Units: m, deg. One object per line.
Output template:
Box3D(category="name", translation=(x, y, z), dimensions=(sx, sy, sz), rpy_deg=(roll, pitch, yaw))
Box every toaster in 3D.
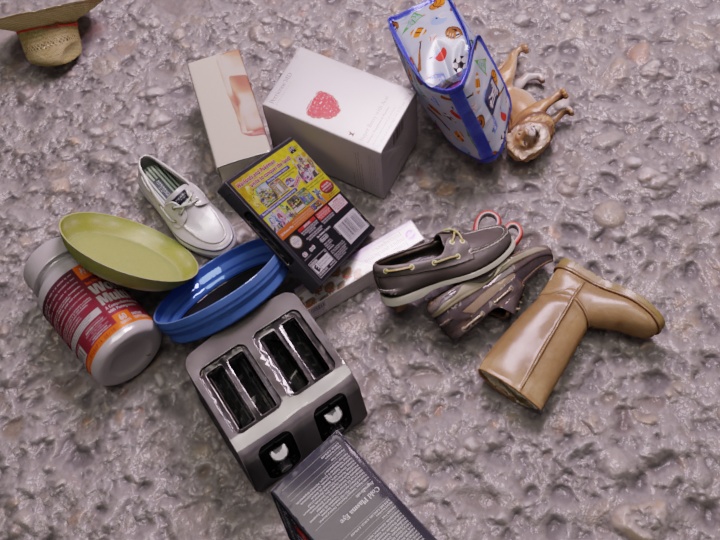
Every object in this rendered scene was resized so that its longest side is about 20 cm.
Box3D(category="toaster", translation=(-0.111, 0.146, 1.223), dimensions=(0.179, 0.119, 0.201), rpy_deg=(-31, 64, -13))

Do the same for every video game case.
Box3D(category="video game case", translation=(-0.081, -0.081, 1.293), dimensions=(0.181, 0.025, 0.200), rpy_deg=(47, 33, -3))

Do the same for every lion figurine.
Box3D(category="lion figurine", translation=(0.242, -0.253, 1.445), dimensions=(0.121, 0.073, 0.201), rpy_deg=(-32, 50, 2))

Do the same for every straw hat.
Box3D(category="straw hat", translation=(-0.502, -0.374, 1.538), dimensions=(0.197, 0.201, 0.087), rpy_deg=(-14, 103, -4))

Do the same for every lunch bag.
Box3D(category="lunch bag", translation=(0.138, -0.272, 1.368), dimensions=(0.122, 0.170, 0.202), rpy_deg=(-27, 49, 11))

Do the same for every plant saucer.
Box3D(category="plant saucer", translation=(-0.321, -0.022, 1.310), dimensions=(0.198, 0.199, 0.031), rpy_deg=(30, 107, 17))

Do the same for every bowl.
Box3D(category="bowl", translation=(-0.182, 0.026, 1.269), dimensions=(0.198, 0.040, 0.201), rpy_deg=(-27, 20, 10))

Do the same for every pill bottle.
Box3D(category="pill bottle", translation=(-0.368, 0.051, 1.295), dimensions=(0.109, 0.110, 0.200), rpy_deg=(-39, 67, -16))

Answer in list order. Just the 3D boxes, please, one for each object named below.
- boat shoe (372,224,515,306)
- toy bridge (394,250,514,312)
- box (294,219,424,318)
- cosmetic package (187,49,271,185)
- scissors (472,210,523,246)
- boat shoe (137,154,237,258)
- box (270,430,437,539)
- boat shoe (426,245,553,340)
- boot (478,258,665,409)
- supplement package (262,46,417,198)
Box3D(category="boat shoe", translation=(0.112, -0.019, 1.270), dimensions=(0.198, 0.061, 0.072), rpy_deg=(-24, 27, -5))
Box3D(category="toy bridge", translation=(0.124, -0.014, 1.342), dimensions=(0.197, 0.027, 0.068), rpy_deg=(-26, 63, -11))
Box3D(category="box", translation=(0.000, 0.000, 1.336), dimensions=(0.198, 0.042, 0.039), rpy_deg=(-31, 64, -11))
Box3D(category="cosmetic package", translation=(-0.189, -0.217, 1.429), dimensions=(0.086, 0.104, 0.203), rpy_deg=(-17, 64, -4))
Box3D(category="scissors", translation=(0.142, -0.011, 1.315), dimensions=(0.073, 0.014, 0.200), rpy_deg=(40, 70, 22))
Box3D(category="boat shoe", translation=(-0.262, -0.093, 1.387), dimensions=(0.199, 0.067, 0.074), rpy_deg=(36, 70, 20))
Box3D(category="box", translation=(0.001, 0.312, 1.081), dimensions=(0.104, 0.201, 0.182), rpy_deg=(-39, 65, -18))
Box3D(category="boat shoe", translation=(0.184, 0.032, 1.299), dimensions=(0.198, 0.074, 0.074), rpy_deg=(-28, 89, -14))
Box3D(category="boot", translation=(0.279, 0.102, 1.255), dimensions=(0.174, 0.066, 0.201), rpy_deg=(29, 68, 26))
Box3D(category="supplement package", translation=(-0.027, -0.219, 1.408), dimensions=(0.197, 0.120, 0.122), rpy_deg=(23, 67, 16))
